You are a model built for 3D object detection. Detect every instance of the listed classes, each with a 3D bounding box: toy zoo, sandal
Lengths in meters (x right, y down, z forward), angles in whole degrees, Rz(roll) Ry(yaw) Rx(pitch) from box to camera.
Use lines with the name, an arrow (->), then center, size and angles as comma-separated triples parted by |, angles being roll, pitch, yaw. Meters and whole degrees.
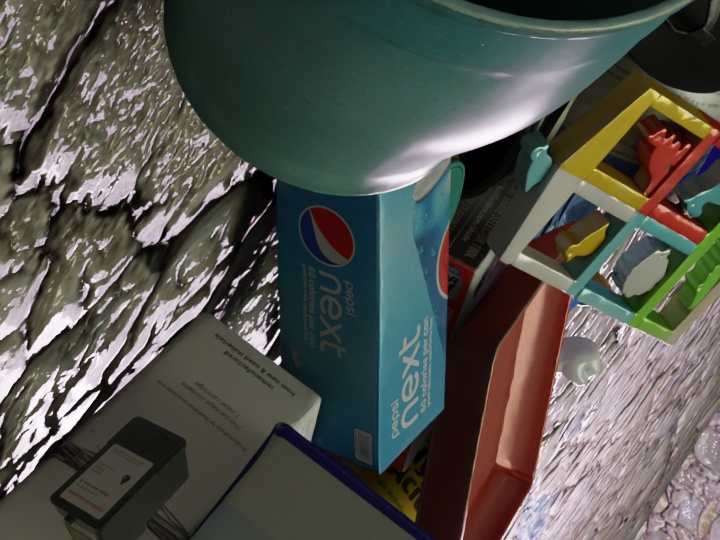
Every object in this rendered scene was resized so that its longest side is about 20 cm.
toy zoo -> 0.160, -0.037, 1.328 | 0.199, 0.021, 0.131 | 26, 112, -43
sandal -> 0.161, -0.177, 1.233 | 0.043, 0.076, 0.201 | -92, 164, -58

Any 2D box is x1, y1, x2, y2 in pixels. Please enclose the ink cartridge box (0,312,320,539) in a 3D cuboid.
ink cartridge box -> -0.119, 0.141, 1.167 | 0.200, 0.084, 0.146 | -44, 161, -34

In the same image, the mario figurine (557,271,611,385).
mario figurine -> 0.108, 0.085, 1.694 | 0.200, 0.106, 0.124 | -50, 166, -23

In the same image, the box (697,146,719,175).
box -> 0.278, -0.149, 1.444 | 0.105, 0.183, 0.201 | -42, 142, -63

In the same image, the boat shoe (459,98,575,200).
boat shoe -> 0.089, -0.119, 1.267 | 0.067, 0.072, 0.201 | -32, 154, -40

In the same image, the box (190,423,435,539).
box -> 0.012, 0.189, 1.123 | 0.105, 0.183, 0.200 | -51, 165, -10

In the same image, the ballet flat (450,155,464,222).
ballet flat -> 0.000, 0.000, 1.264 | 0.074, 0.074, 0.201 | -37, 153, -48

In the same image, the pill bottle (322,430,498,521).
pill bottle -> 0.024, 0.130, 1.520 | 0.200, 0.111, 0.112 | -43, 161, -38

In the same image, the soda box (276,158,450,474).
soda box -> 0.002, -0.003, 1.158 | 0.068, 0.064, 0.201 | -40, 141, -44

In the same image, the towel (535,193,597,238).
towel -> 0.154, -0.081, 1.582 | 0.112, 0.048, 0.201 | -31, 152, -57

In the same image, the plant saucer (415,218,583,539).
plant saucer -> 0.079, 0.087, 1.394 | 0.200, 0.036, 0.201 | -48, 151, -59

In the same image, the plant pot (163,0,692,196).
plant pot -> 0.015, -0.128, 0.840 | 0.200, 0.200, 0.188 | -44, 177, -32

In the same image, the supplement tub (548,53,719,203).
supplement tub -> 0.176, -0.150, 1.350 | 0.132, 0.132, 0.201 | -27, 150, -59

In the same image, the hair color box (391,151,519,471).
hair color box -> 0.045, 0.017, 1.413 | 0.111, 0.064, 0.201 | -54, 169, -41
